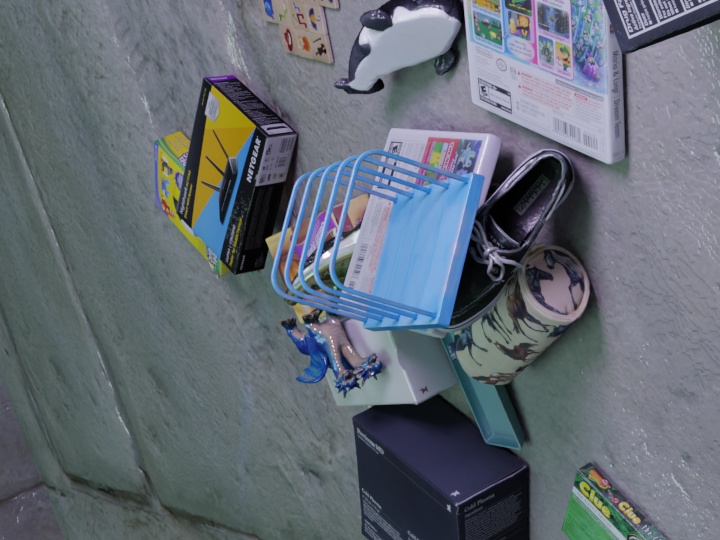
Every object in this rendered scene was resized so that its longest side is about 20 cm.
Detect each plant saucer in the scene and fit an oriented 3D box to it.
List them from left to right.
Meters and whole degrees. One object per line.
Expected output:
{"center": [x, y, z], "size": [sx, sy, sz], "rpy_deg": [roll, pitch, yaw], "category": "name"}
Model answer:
{"center": [0.122, 0.100, 1.727], "size": [0.070, 0.019, 0.201], "rpy_deg": [2, 120, 60], "category": "plant saucer"}

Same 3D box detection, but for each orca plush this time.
{"center": [0.047, -0.239, 1.596], "size": [0.104, 0.072, 0.200], "rpy_deg": [19, 154, -7], "category": "orca plush"}

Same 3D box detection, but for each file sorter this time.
{"center": [0.009, -0.028, 1.488], "size": [0.200, 0.122, 0.140], "rpy_deg": [170, 116, -71], "category": "file sorter"}

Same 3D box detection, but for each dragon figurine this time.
{"center": [-0.044, 0.094, 1.814], "size": [0.200, 0.059, 0.100], "rpy_deg": [-13, 94, 62], "category": "dragon figurine"}

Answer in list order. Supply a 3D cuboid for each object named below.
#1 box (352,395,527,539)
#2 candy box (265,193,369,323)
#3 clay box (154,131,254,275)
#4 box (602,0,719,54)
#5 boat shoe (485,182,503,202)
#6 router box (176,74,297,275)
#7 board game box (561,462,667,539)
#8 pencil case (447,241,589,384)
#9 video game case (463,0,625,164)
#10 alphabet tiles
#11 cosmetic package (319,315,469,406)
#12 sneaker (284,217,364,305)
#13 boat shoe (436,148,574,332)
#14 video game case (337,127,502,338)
{"center": [0.092, 0.265, 1.838], "size": [0.200, 0.104, 0.183], "rpy_deg": [36, 141, 44], "category": "box"}
{"center": [-0.032, -0.011, 1.896], "size": [0.200, 0.056, 0.117], "rpy_deg": [-19, 94, 64], "category": "candy box"}
{"center": [-0.209, -0.084, 2.161], "size": [0.200, 0.047, 0.115], "rpy_deg": [46, 146, 35], "category": "clay box"}
{"center": [0.246, -0.282, 1.112], "size": [0.198, 0.123, 0.201], "rpy_deg": [-15, 96, 61], "category": "box"}
{"center": [0.100, -0.026, 1.628], "size": [0.075, 0.073, 0.200], "rpy_deg": [61, 152, 9], "category": "boat shoe"}
{"center": [-0.157, -0.119, 1.990], "size": [0.149, 0.051, 0.201], "rpy_deg": [43, 131, 38], "category": "router box"}
{"center": [0.281, 0.295, 1.613], "size": [0.200, 0.023, 0.105], "rpy_deg": [46, 149, 32], "category": "board game box"}
{"center": [0.155, 0.043, 1.580], "size": [0.090, 0.078, 0.200], "rpy_deg": [48, 150, 6], "category": "pencil case"}
{"center": [0.161, -0.208, 1.433], "size": [0.200, 0.024, 0.183], "rpy_deg": [32, 137, 49], "category": "video game case"}
{"center": [-0.076, -0.331, 1.774], "size": [0.167, 0.008, 0.201], "rpy_deg": [24, 131, 52], "category": "alphabet tiles"}
{"center": [0.030, 0.093, 1.835], "size": [0.200, 0.084, 0.108], "rpy_deg": [-9, 102, 61], "category": "cosmetic package"}
{"center": [0.000, 0.000, 1.762], "size": [0.199, 0.077, 0.089], "rpy_deg": [-33, 99, 29], "category": "sneaker"}
{"center": [0.125, -0.025, 1.465], "size": [0.074, 0.199, 0.068], "rpy_deg": [43, -171, 5], "category": "boat shoe"}
{"center": [0.056, -0.042, 1.600], "size": [0.182, 0.023, 0.201], "rpy_deg": [12, 84, 59], "category": "video game case"}
